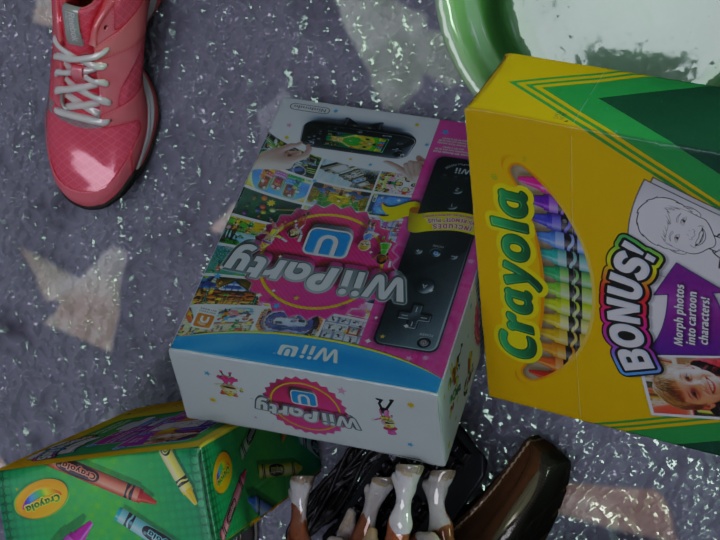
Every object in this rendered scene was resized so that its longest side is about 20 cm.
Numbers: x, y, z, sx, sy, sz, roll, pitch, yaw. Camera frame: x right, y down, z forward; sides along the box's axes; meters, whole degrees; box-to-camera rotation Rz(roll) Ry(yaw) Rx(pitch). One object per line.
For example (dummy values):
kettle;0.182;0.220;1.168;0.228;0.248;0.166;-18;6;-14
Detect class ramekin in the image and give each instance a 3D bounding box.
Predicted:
ramekin;0.147;-0.159;0.881;0.199;0.098;0.201;2;96;15

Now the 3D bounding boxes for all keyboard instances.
keyboard;-0.010;0.159;0.956;0.200;0.040;0.104;-56;37;12

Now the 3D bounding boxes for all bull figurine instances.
bull figurine;0.019;0.168;0.859;0.200;0.065;0.122;-14;72;53

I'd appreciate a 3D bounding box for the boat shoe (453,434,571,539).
boat shoe;0.046;0.178;0.956;0.074;0.076;0.200;37;101;22

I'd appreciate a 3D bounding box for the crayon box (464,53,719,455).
crayon box;0.147;-0.001;0.816;0.172;0.058;0.200;12;134;22

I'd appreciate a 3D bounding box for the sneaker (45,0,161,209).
sneaker;-0.165;-0.136;0.971;0.073;0.087;0.201;12;99;14

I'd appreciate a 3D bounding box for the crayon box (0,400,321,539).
crayon box;-0.108;0.115;0.923;0.118;0.200;0.059;-9;93;16

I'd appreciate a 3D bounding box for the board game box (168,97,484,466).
board game box;0.000;0.000;0.889;0.147;0.200;0.064;9;140;14

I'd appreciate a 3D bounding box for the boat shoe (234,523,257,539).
boat shoe;-0.136;0.226;1.015;0.067;0.057;0.200;41;104;8
